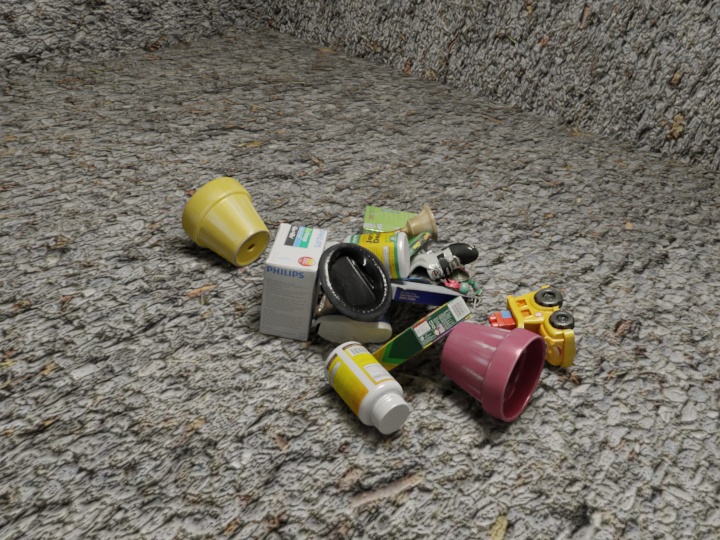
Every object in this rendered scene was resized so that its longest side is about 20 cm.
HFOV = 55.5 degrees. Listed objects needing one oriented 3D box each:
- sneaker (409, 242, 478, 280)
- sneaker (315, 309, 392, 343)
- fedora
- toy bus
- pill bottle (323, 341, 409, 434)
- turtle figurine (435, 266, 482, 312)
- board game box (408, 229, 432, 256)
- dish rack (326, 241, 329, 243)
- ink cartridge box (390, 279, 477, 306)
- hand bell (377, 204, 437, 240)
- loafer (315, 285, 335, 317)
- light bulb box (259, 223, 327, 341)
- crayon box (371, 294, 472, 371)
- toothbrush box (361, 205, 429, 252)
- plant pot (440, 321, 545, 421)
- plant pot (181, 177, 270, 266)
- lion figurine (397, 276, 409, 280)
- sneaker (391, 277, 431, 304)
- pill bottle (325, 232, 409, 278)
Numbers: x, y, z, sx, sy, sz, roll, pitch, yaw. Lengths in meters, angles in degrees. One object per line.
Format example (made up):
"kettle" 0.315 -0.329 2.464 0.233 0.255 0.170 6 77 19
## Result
"sneaker" 0.215 -0.013 1.797 0.198 0.074 0.089 -12 39 30
"sneaker" -0.021 0.100 1.673 0.197 0.081 0.148 6 42 -17
"fedora" -0.024 0.039 1.590 0.198 0.092 0.203 12 58 -20
"toy bus" 0.422 0.147 1.702 0.189 0.137 0.201 -8 36 -3
"pill bottle" 0.015 0.247 1.439 0.108 0.111 0.200 -13 38 -32
"turtle figurine" 0.263 0.036 1.859 0.147 0.102 0.201 3 27 -10
"board game box" 0.105 -0.034 1.822 0.024 0.105 0.200 50 55 -5
"dish rack" -0.130 -0.025 1.896 0.197 0.044 0.172 -8 35 -26
"ink cartridge box" 0.153 0.059 1.669 0.197 0.041 0.200 8 3 -19
"hand bell" 0.109 -0.106 1.932 0.197 0.105 0.105 -17 36 -6
"loafer" -0.080 0.049 1.767 0.062 0.073 0.201 -3 39 3
"light bulb box" -0.161 0.025 1.659 0.123 0.202 0.199 9 31 0
"crayon box" 0.137 0.149 1.571 0.199 0.172 0.059 -27 82 -44
"toothbrush box" 0.103 -0.111 2.052 0.197 0.087 0.146 8 32 -1
"plant pot" 0.283 0.204 1.505 0.177 0.203 0.199 21 33 33
"plant pot" -0.351 -0.118 1.863 0.189 0.202 0.200 43 43 19
"lion figurine" 0.096 -0.009 1.901 0.121 0.073 0.201 11 31 -3
"sneaker" 0.089 0.054 1.794 0.197 0.067 0.078 -11 13 -14
"pill bottle" 0.017 -0.033 1.686 0.197 0.114 0.113 -3 30 12
